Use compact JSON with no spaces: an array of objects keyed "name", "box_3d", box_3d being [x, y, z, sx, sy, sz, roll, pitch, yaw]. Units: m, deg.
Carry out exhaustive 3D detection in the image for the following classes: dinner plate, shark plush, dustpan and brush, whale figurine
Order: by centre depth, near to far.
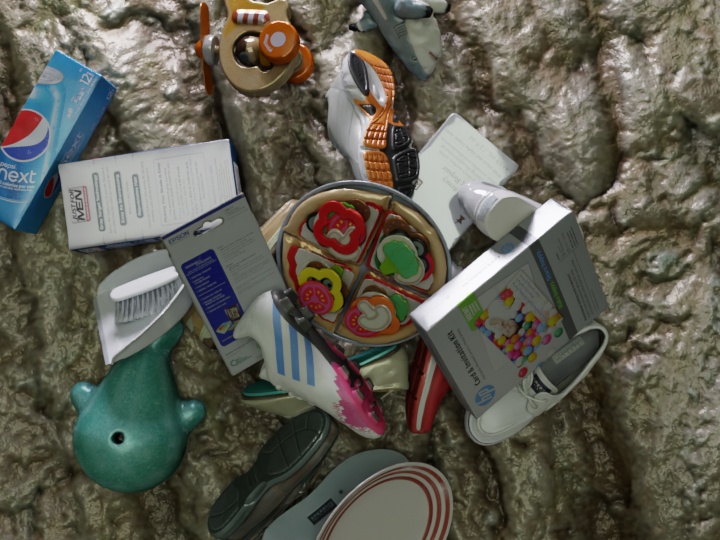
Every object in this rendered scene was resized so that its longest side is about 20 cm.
[{"name":"dinner plate","box_3d":[0.021,0.296,0.995,0.199,0.024,0.202,-17,121,-30]},{"name":"dustpan and brush","box_3d":[-0.212,0.008,1.013,0.198,0.140,0.058,-24,129,-7]},{"name":"whale figurine","box_3d":[-0.253,0.148,1.015,0.157,0.104,0.202,10,85,1]},{"name":"shark plush","box_3d":[0.013,-0.309,1.055,0.199,0.091,0.084,29,118,-3]}]

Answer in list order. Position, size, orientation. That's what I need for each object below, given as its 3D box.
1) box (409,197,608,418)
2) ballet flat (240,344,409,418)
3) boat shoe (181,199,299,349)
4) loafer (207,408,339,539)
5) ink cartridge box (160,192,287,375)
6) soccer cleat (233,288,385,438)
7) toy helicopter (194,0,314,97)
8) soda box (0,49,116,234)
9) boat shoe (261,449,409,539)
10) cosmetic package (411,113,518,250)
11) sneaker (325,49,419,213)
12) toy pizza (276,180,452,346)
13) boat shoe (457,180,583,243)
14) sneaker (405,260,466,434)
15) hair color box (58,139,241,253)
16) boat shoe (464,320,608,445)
[{"name":"box","box_3d":[0.164,0.043,0.971,0.199,0.041,0.156,-37,129,-7]},{"name":"ballet flat","box_3d":[-0.036,0.141,1.037,0.198,0.069,0.070,-17,87,0]},{"name":"boat shoe","box_3d":[-0.138,-0.009,1.042,0.076,0.072,0.201,37,88,14]},{"name":"loafer","box_3d":[-0.089,0.236,1.020,0.200,0.072,0.063,-44,123,15]},{"name":"ink cartridge box","box_3d":[-0.137,0.012,0.973,0.099,0.039,0.201,-28,127,-12]},{"name":"soccer cleat","box_3d":[-0.056,0.111,0.975,0.086,0.070,0.201,-37,97,14]},{"name":"toy helicopter","box_3d":[-0.146,-0.294,1.061,0.131,0.079,0.202,-23,77,8]},{"name":"soda box","box_3d":[-0.365,-0.146,1.046,0.064,0.068,0.201,28,88,1]},{"name":"boat shoe","box_3d":[-0.029,0.283,1.030,0.199,0.091,0.071,-28,57,-26]},{"name":"cosmetic package","box_3d":[0.078,-0.070,1.039,0.101,0.074,0.201,39,87,3]},{"name":"sneaker","box_3d":[0.006,-0.143,1.023,0.075,0.092,0.202,5,63,-30]},{"name":"toy pizza","box_3d":[0.000,0.000,0.977,0.198,0.032,0.202,7,118,12]},{"name":"boat shoe","box_3d":[0.178,-0.049,1.006,0.069,0.199,0.072,45,112,42]},{"name":"sneaker","box_3d":[0.124,0.099,1.030,0.114,0.078,0.202,14,98,-6]},{"name":"hair color box","box_3d":[-0.238,-0.085,1.046,0.198,0.061,0.101,-8,87,-1]},{"name":"boat shoe","box_3d":[0.200,0.125,1.033,0.200,0.065,0.074,-45,88,-2]}]
